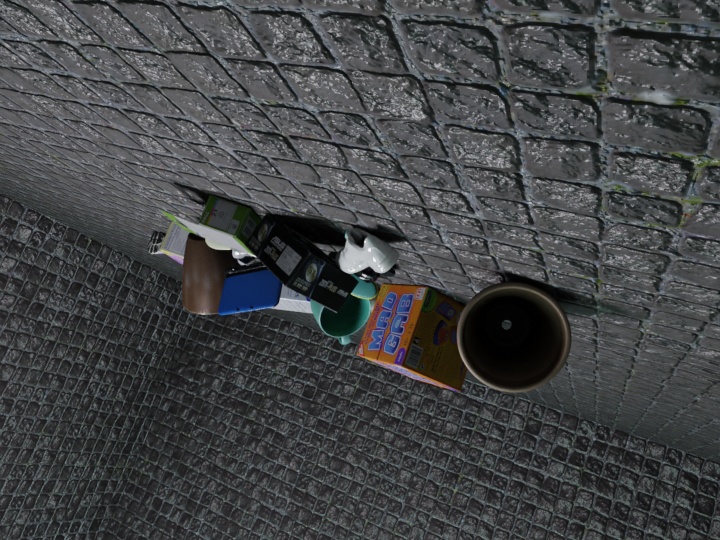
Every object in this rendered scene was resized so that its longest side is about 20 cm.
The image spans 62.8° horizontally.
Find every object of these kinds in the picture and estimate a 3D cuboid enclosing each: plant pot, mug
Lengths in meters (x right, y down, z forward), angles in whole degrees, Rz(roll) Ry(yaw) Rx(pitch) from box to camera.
[{"bbox_3d":[0.284,0.116,1.131,0.200,0.201,0.175,19,-175,7],"label":"plant pot"},{"bbox_3d":[-0.415,-0.012,1.637,0.186,0.201,0.187,-1,-153,1],"label":"plant pot"},{"bbox_3d":[-0.067,0.101,1.619,0.152,0.185,0.114,16,-157,-33],"label":"mug"}]

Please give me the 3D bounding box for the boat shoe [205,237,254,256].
[{"bbox_3d":[-0.279,-0.077,1.459,0.199,0.071,0.063,7,-154,-2],"label":"boat shoe"}]

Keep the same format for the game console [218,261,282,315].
[{"bbox_3d":[-0.246,0.035,1.506,0.199,0.119,0.171,-9,-179,30],"label":"game console"}]

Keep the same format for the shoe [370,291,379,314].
[{"bbox_3d":[0.066,0.111,1.714,0.053,0.070,0.200,23,169,29],"label":"shoe"}]

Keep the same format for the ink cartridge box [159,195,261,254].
[{"bbox_3d":[-0.332,-0.115,1.345,0.199,0.076,0.148,20,169,11],"label":"ink cartridge box"}]

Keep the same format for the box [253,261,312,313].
[{"bbox_3d":[-0.209,0.053,1.748,0.199,0.105,0.184,7,167,8],"label":"box"}]

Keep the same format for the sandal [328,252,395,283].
[{"bbox_3d":[0.000,0.000,1.368,0.200,0.048,0.075,10,165,43],"label":"sandal"}]

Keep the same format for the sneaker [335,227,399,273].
[{"bbox_3d":[-0.005,-0.047,1.149,0.088,0.075,0.200,45,160,-21],"label":"sneaker"}]

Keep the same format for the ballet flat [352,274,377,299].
[{"bbox_3d":[-0.043,0.014,1.504,0.199,0.067,0.067,21,-170,10],"label":"ballet flat"}]

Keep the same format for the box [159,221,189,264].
[{"bbox_3d":[-0.490,-0.055,1.846,0.199,0.097,0.176,20,169,7],"label":"box"}]

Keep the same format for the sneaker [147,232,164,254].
[{"bbox_3d":[-0.685,-0.083,2.112,0.200,0.081,0.083,12,172,34],"label":"sneaker"}]

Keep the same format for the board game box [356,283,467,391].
[{"bbox_3d":[0.150,0.166,1.494,0.199,0.201,0.200,27,167,-29],"label":"board game box"}]

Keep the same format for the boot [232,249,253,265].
[{"bbox_3d":[-0.277,-0.047,1.584,0.095,0.074,0.200,8,179,0],"label":"boot"}]

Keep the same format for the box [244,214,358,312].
[{"bbox_3d":[-0.127,-0.016,1.265,0.164,0.086,0.200,33,-176,-45],"label":"box"}]
